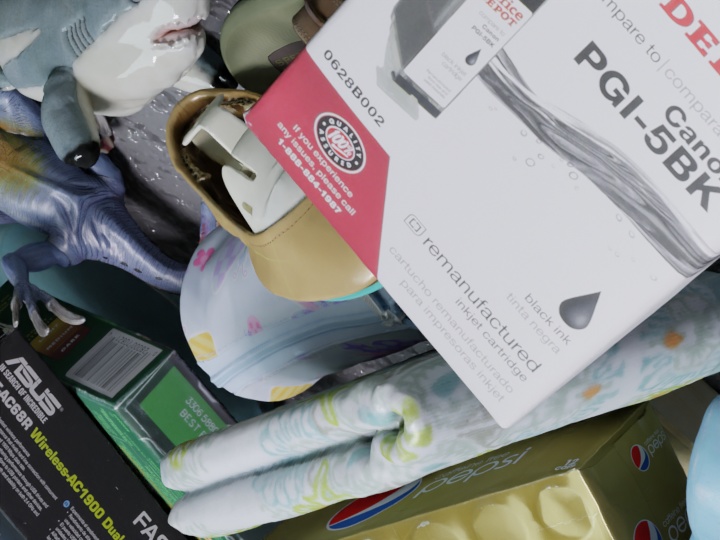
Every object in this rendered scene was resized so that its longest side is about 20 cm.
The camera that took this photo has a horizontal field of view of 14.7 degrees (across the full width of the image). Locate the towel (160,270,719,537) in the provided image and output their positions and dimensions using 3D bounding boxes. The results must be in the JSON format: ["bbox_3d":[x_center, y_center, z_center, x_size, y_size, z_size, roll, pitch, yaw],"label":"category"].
[{"bbox_3d":[0.033,0.054,1.092,0.200,0.170,0.048,-23,88,55],"label":"towel"}]

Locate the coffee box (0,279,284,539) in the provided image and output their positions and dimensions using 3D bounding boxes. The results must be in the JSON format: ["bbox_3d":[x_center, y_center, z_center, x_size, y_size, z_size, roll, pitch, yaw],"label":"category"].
[{"bbox_3d":[-0.110,0.073,1.333,0.123,0.044,0.200,52,163,-25],"label":"coffee box"}]

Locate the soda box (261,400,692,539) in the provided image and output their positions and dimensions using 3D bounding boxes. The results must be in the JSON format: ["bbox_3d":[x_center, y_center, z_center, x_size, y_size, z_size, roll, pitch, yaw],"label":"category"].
[{"bbox_3d":[0.043,0.117,1.141,0.199,0.064,0.068,-21,100,39],"label":"soda box"}]

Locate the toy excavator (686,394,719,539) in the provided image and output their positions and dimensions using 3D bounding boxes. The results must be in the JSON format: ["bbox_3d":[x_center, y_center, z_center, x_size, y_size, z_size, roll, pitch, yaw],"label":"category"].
[{"bbox_3d":[0.168,0.046,1.005,0.099,0.196,0.200,19,176,29],"label":"toy excavator"}]

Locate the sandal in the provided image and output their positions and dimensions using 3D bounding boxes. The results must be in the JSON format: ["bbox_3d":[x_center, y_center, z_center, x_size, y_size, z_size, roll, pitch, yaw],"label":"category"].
[{"bbox_3d":[0.004,-0.083,1.056,0.080,0.057,0.201,45,151,-14],"label":"sandal"}]

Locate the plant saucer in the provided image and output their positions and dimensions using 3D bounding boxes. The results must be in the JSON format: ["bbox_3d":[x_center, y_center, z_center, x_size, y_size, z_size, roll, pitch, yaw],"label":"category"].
[{"bbox_3d":[-0.120,0.037,1.413,0.199,0.027,0.201,28,151,16],"label":"plant saucer"}]

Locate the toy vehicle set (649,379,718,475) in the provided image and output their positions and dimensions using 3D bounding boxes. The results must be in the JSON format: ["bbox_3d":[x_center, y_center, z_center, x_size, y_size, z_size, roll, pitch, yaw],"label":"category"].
[{"bbox_3d":[0.159,0.115,1.213,0.200,0.027,0.124,41,152,-9],"label":"toy vehicle set"}]

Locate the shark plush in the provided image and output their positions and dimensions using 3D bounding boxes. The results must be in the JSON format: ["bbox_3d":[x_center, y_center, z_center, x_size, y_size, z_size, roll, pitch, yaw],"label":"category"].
[{"bbox_3d":[-0.126,-0.122,1.181,0.200,0.090,0.084,37,140,48],"label":"shark plush"}]

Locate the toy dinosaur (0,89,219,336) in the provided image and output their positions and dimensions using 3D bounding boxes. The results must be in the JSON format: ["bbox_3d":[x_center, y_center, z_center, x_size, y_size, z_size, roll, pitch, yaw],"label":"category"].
[{"bbox_3d":[-0.137,-0.049,1.292,0.181,0.105,0.200,30,-168,-15],"label":"toy dinosaur"}]

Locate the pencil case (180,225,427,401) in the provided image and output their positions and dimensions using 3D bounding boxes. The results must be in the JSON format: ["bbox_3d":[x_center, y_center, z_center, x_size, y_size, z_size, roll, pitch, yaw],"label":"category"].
[{"bbox_3d":[0.000,0.000,1.152,0.083,0.091,0.200,27,158,-22],"label":"pencil case"}]

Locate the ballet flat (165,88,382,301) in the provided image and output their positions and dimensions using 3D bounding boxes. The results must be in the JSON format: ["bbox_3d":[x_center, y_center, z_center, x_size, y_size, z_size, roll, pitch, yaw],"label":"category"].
[{"bbox_3d":[-0.034,-0.033,1.058,0.063,0.069,0.200,42,173,-20],"label":"ballet flat"}]

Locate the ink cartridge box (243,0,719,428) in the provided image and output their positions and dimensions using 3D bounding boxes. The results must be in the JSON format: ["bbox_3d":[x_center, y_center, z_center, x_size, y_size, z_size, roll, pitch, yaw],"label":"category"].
[{"bbox_3d":[0.074,-0.064,0.903,0.147,0.083,0.200,49,137,4],"label":"ink cartridge box"}]

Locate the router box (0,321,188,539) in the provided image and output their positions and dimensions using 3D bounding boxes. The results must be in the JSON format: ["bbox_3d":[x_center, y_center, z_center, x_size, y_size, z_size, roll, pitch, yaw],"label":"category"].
[{"bbox_3d":[-0.160,0.101,1.329,0.200,0.062,0.150,54,162,-28],"label":"router box"}]
